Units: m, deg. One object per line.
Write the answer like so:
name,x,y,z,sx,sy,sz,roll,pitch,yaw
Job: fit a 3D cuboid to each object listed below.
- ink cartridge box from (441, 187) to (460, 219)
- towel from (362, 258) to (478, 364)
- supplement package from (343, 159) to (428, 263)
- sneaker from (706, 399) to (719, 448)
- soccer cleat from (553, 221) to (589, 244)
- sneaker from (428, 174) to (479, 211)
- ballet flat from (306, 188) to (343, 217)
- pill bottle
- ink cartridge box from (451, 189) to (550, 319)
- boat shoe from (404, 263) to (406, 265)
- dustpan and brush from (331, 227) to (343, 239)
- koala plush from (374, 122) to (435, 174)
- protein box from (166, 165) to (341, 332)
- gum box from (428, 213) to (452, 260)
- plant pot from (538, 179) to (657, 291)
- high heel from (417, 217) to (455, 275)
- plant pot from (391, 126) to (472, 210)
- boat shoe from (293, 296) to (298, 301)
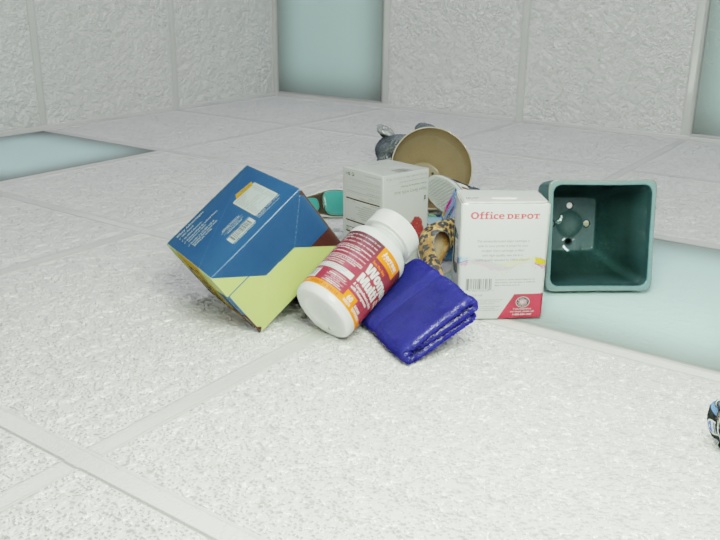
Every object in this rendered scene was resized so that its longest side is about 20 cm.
ink cartridge box,0.244,-0.083,1.639,0.135,0.077,0.200,22,19,-9
towel,0.085,0.064,1.273,0.147,0.050,0.200,-38,28,-7
supplement package,0.047,-0.096,1.547,0.120,0.202,0.119,-15,24,-38
sneaker,0.445,0.193,0.942,0.088,0.080,0.200,1,9,24
soccer cleat,0.457,-0.077,1.719,0.198,0.066,0.084,-7,18,-20
sneaker,0.244,-0.161,1.911,0.199,0.079,0.079,36,32,26
ballet flat,-0.098,-0.154,1.936,0.198,0.070,0.069,-9,21,-23
pill bottle,0.000,0.000,1.292,0.109,0.110,0.200,18,55,41
ink cartridge box,0.227,-0.027,1.354,0.146,0.202,0.086,0,19,-3
boat shoe,0.039,0.014,1.428,0.201,0.075,0.075,28,-8,22
dustpan and brush,-0.073,-0.067,1.673,0.199,0.058,0.139,19,26,41
koala plush,0.100,-0.322,2.263,0.182,0.179,0.200,-16,27,-16
protein box,-0.177,-0.042,1.350,0.199,0.135,0.199,-46,35,-12
gum box,0.121,-0.077,1.735,0.168,0.045,0.200,5,20,9
plant pot,0.419,-0.077,1.544,0.193,0.199,0.200,-1,9,-3
high heel,0.156,-0.024,1.484,0.200,0.072,0.142,-43,34,-24
plant pot,0.166,-0.236,2.021,0.198,0.203,0.134,-1,-8,-5
boat shoe,-0.116,0.022,1.422,0.074,0.076,0.199,27,-9,-40
